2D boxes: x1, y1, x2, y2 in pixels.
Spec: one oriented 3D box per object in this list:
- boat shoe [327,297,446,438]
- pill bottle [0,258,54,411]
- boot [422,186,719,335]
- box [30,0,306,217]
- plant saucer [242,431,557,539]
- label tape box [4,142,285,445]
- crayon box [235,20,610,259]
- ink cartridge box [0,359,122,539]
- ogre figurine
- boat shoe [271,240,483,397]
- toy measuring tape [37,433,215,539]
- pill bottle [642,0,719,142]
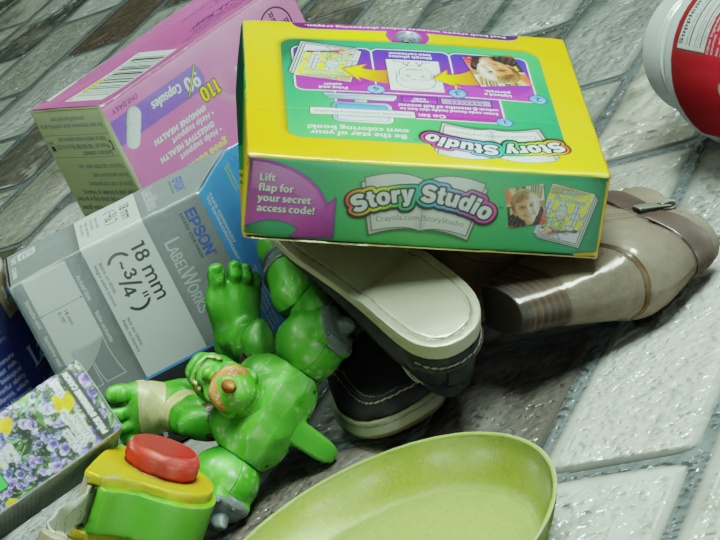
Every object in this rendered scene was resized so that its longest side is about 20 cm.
[{"bbox_3d":[0.003,0.039,1.314,0.071,0.065,0.200,-24,21,2],"label":"boat shoe"},{"bbox_3d":[-0.266,0.052,1.411,0.115,0.201,0.116,-22,21,9],"label":"pill bottle"},{"bbox_3d":[0.106,-0.017,1.283,0.145,0.071,0.200,-21,34,-29],"label":"boot"},{"bbox_3d":[-0.096,-0.069,1.499,0.176,0.201,0.096,-38,24,-30],"label":"box"},{"bbox_3d":[0.012,0.150,1.085,0.199,0.031,0.200,-24,20,9],"label":"plant saucer"},{"bbox_3d":[-0.106,0.017,1.383,0.199,0.145,0.063,-27,20,-3],"label":"label tape box"},{"bbox_3d":[0.030,-0.077,1.243,0.198,0.059,0.173,3,32,-6],"label":"crayon box"},{"bbox_3d":[-0.228,0.133,1.207,0.199,0.051,0.109,-34,-7,-16],"label":"ink cartridge box"},{"bbox_3d":[-0.071,0.069,1.277,0.200,0.098,0.120,-42,34,-16],"label":"ogre figurine"},{"bbox_3d":[0.000,0.000,1.252,0.072,0.063,0.200,-31,51,-17],"label":"boat shoe"},{"bbox_3d":[-0.117,0.131,1.144,0.073,0.074,0.200,-23,5,8],"label":"toy measuring tape"},{"bbox_3d":[0.258,-0.127,1.340,0.112,0.113,0.200,-31,21,-13],"label":"pill bottle"}]
